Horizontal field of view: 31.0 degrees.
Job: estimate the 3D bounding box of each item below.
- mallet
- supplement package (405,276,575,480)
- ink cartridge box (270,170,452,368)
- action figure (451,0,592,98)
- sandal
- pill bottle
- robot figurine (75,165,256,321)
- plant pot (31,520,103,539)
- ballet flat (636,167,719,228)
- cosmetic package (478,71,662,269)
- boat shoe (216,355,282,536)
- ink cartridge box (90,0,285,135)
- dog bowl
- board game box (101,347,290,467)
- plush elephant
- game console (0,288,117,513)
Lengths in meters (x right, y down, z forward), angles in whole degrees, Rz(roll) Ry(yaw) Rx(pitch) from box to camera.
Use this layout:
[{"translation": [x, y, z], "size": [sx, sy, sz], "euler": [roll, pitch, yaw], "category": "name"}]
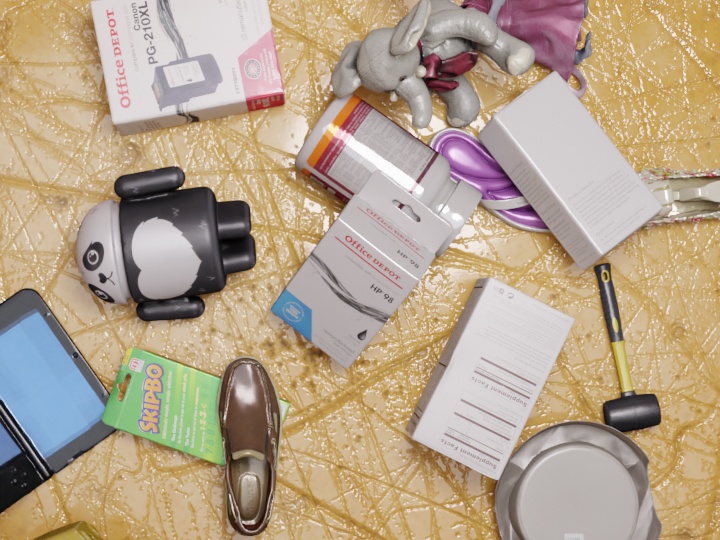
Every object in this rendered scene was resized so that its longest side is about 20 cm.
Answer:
[{"translation": [0.295, 0.094, 1.534], "size": [0.066, 0.041, 0.201], "euler": [-18, 85, -1], "category": "mallet"}, {"translation": [0.145, 0.121, 1.484], "size": [0.109, 0.114, 0.201], "euler": [26, 89, -1], "category": "supplement package"}, {"translation": [0.000, 0.000, 1.451], "size": [0.116, 0.067, 0.200], "euler": [37, 124, -1], "category": "ink cartridge box"}, {"translation": [0.168, -0.291, 1.519], "size": [0.199, 0.134, 0.149], "euler": [-1, 126, 5], "category": "action figure"}, {"translation": [0.170, -0.102, 1.522], "size": [0.202, 0.050, 0.083], "euler": [23, 88, -2], "category": "sandal"}, {"translation": [0.033, -0.108, 1.485], "size": [0.200, 0.110, 0.110], "euler": [35, 87, -2], "category": "pill bottle"}, {"translation": [-0.219, -0.027, 1.463], "size": [0.199, 0.125, 0.151], "euler": [-7, 76, -3], "category": "robot figurine"}, {"translation": [-0.340, 0.386, 1.422], "size": [0.196, 0.194, 0.200], "euler": [45, 81, -1], "category": "plant pot"}, {"translation": [0.374, -0.090, 1.525], "size": [0.199, 0.064, 0.076], "euler": [-9, 90, -2], "category": "ballet flat"}, {"translation": [0.236, -0.112, 1.473], "size": [0.102, 0.074, 0.200], "euler": [-35, 84, -17], "category": "cosmetic package"}, {"translation": [-0.121, 0.198, 1.463], "size": [0.074, 0.075, 0.203], "euler": [-5, 91, -7], "category": "boat shoe"}, {"translation": [-0.197, -0.248, 1.490], "size": [0.199, 0.084, 0.145], "euler": [-11, 89, -3], "category": "ink cartridge box"}, {"translation": [0.249, 0.273, 1.512], "size": [0.199, 0.059, 0.201], "euler": [0, 89, -2], "category": "dog bowl"}, {"translation": [-0.190, 0.164, 1.505], "size": [0.199, 0.030, 0.096], "euler": [21, 87, -9], "category": "board game box"}, {"translation": [0.064, -0.230, 1.429], "size": [0.200, 0.165, 0.155], "euler": [50, 56, -9], "category": "plush elephant"}, {"translation": [-0.396, 0.145, 1.460], "size": [0.118, 0.171, 0.200], "euler": [-36, 90, 24], "category": "game console"}]
